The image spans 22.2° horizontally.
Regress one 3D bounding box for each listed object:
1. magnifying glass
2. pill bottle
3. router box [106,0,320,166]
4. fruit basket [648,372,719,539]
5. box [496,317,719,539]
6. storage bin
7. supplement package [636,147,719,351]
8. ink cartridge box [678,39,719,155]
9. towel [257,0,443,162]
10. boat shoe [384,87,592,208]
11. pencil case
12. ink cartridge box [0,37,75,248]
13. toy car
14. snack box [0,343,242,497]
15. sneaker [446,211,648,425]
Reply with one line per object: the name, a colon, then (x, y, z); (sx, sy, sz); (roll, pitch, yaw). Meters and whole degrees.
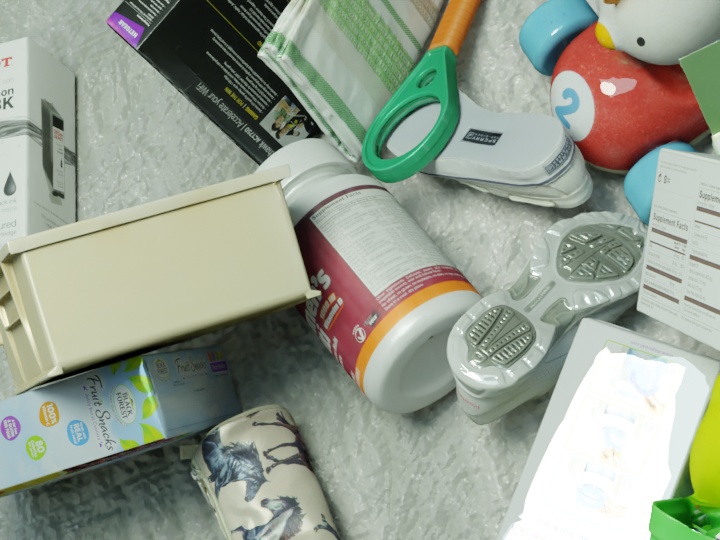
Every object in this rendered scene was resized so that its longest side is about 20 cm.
magnifying glass: (0.056, -0.148, 1.391); (0.079, 0.022, 0.201); (-11, 47, 43)
pill bottle: (0.000, 0.000, 1.344); (0.109, 0.110, 0.200); (-42, 57, 3)
router box: (-0.077, -0.181, 1.388); (0.149, 0.200, 0.051); (-48, 50, -1)
fruit basket: (0.261, 0.158, 1.134); (0.155, 0.216, 0.217); (28, 83, 27)
box: (0.169, 0.151, 1.223); (0.101, 0.112, 0.201); (18, 79, 25)
storage bin: (-0.155, 0.011, 1.302); (0.199, 0.198, 0.094); (-17, 89, -20)
supplement package: (0.297, -0.006, 1.143); (0.198, 0.156, 0.112); (5, 97, -12)
ink cartridge box: (0.302, -0.105, 1.212); (0.145, 0.200, 0.048); (-25, 61, 11)
towel: (0.004, -0.203, 1.386); (0.031, 0.149, 0.201); (12, 67, 35)
boat shoe: (0.095, -0.084, 1.360); (0.199, 0.070, 0.071); (15, 64, 51)
pencil case: (-0.058, 0.200, 1.314); (0.089, 0.078, 0.201); (-19, 64, -9)
ink cartridge box: (-0.316, -0.075, 1.514); (0.146, 0.083, 0.202); (-12, 68, 18)
toy car: (0.200, -0.168, 1.273); (0.176, 0.200, 0.185); (-33, 62, 4)
snack box: (-0.207, 0.115, 1.351); (0.199, 0.169, 0.068); (-17, 86, 14)
sneaker: (0.134, 0.035, 1.300); (0.199, 0.100, 0.078); (-34, 64, -22)
